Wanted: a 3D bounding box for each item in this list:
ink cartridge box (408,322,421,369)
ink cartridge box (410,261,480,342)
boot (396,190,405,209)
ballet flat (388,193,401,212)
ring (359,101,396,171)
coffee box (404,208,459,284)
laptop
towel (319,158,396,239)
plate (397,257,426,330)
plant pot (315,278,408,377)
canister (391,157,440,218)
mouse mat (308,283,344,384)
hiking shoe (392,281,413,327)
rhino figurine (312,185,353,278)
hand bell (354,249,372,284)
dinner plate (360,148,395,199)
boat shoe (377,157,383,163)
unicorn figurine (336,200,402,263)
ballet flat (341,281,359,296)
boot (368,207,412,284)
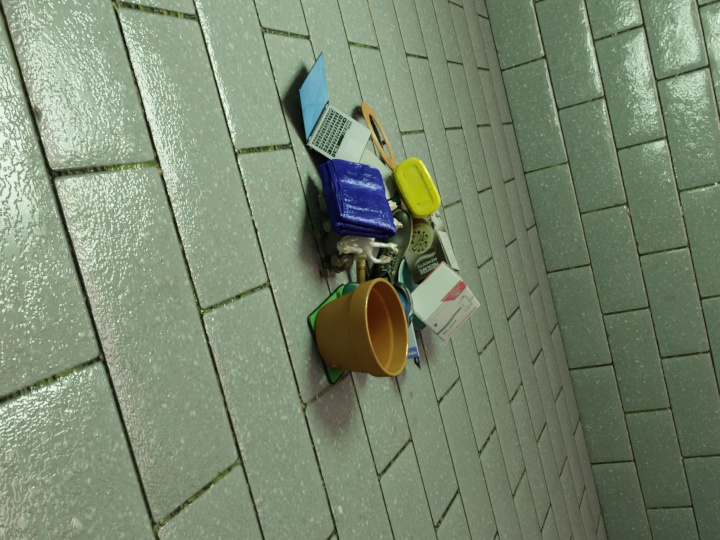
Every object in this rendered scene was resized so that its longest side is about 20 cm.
[{"bbox_3d":[0.107,0.143,1.800,0.119,0.041,0.202,-173,-111,-86],"label":"ink cartridge box"},{"bbox_3d":[0.217,0.085,1.893,0.083,0.147,0.200,44,1,31],"label":"ink cartridge box"},{"bbox_3d":[0.068,-0.171,1.860,0.156,0.076,0.201,59,30,-36],"label":"boot"},{"bbox_3d":[0.020,-0.139,1.691,0.068,0.076,0.199,45,30,24],"label":"ballet flat"},{"bbox_3d":[0.045,-0.346,1.902,0.201,0.019,0.201,59,17,-29],"label":"ring"},{"bbox_3d":[0.173,-0.073,1.950,0.080,0.112,0.202,14,54,-61],"label":"coffee box"},{"bbox_3d":[-0.052,-0.354,1.641,0.199,0.116,0.188,31,43,-10],"label":"laptop"},{"bbox_3d":[-0.005,-0.156,1.544,0.146,0.050,0.202,5,47,-19],"label":"towel"},{"bbox_3d":[0.138,0.063,1.967,0.200,0.025,0.203,35,49,-54],"label":"plate"},{"bbox_3d":[-0.002,0.126,1.511,0.200,0.139,0.202,36,48,-55],"label":"plant pot"},{"bbox_3d":[0.136,-0.201,1.778,0.150,0.086,0.200,63,5,-3],"label":"canister"},{"bbox_3d":[-0.048,0.134,1.580,0.200,0.007,0.163,-44,119,-61],"label":"mouse mat"},{"bbox_3d":[0.070,0.127,1.696,0.086,0.074,0.203,1,99,-57],"label":"hiking shoe"},{"bbox_3d":[-0.061,-0.088,1.585,0.087,0.059,0.203,-13,93,-58],"label":"rhino figurine"},{"bbox_3d":[0.000,0.000,1.670,0.104,0.103,0.203,-14,103,-64],"label":"hand bell"},{"bbox_3d":[0.008,-0.246,1.715,0.199,0.024,0.201,29,34,-22],"label":"dinner plate"},{"bbox_3d":[0.011,-0.229,1.773,0.202,0.073,0.064,-58,139,-49],"label":"boat shoe"},{"bbox_3d":[0.018,-0.075,1.571,0.136,0.074,0.202,20,47,-17],"label":"unicorn figurine"},{"bbox_3d":[0.012,0.116,1.630,0.068,0.067,0.202,-54,122,-77],"label":"ballet flat"},{"bbox_3d":[0.074,-0.033,1.688,0.139,0.077,0.202,-83,-171,-73],"label":"boot"}]
